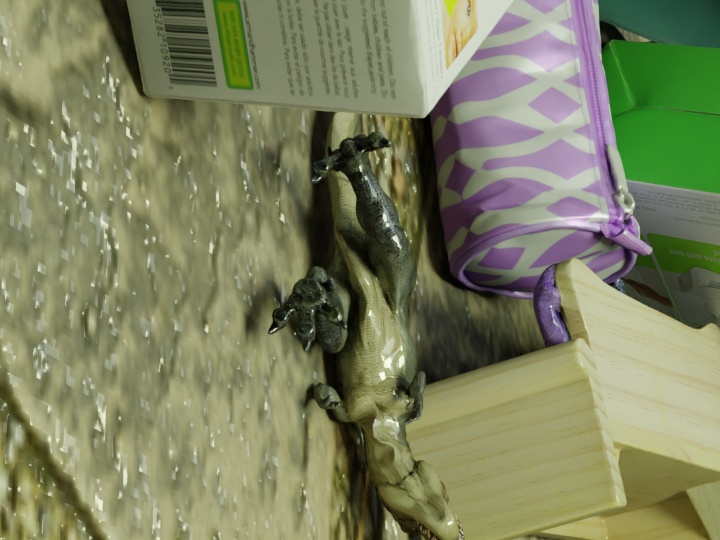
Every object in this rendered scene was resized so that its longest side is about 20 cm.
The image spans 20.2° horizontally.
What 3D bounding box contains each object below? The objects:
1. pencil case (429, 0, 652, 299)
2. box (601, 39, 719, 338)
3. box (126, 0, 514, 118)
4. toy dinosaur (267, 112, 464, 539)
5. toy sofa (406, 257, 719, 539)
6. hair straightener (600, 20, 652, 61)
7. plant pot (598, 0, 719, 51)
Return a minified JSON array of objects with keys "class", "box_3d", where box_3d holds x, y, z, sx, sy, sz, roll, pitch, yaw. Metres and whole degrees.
[{"class":"pencil case","box_3d":[0.070,-0.086,0.853,0.084,0.085,0.200,12,63,-42]},{"class":"box","box_3d":[0.194,-0.001,0.908,0.097,0.200,0.177,-50,128,-26]},{"class":"box","box_3d":[0.006,-0.147,0.679,0.200,0.101,0.113,-54,143,-51]},{"class":"toy dinosaur","box_3d":[0.000,0.000,0.712,0.088,0.047,0.200,53,30,-66]},{"class":"toy sofa","box_3d":[0.092,0.067,0.821,0.200,0.083,0.098,19,56,-60]},{"class":"hair straightener","box_3d":[0.151,-0.095,1.036,0.200,0.077,0.041,24,53,-59]},{"class":"plant pot","box_3d":[0.206,-0.207,0.918,0.141,0.141,0.200,103,12,-61]}]
